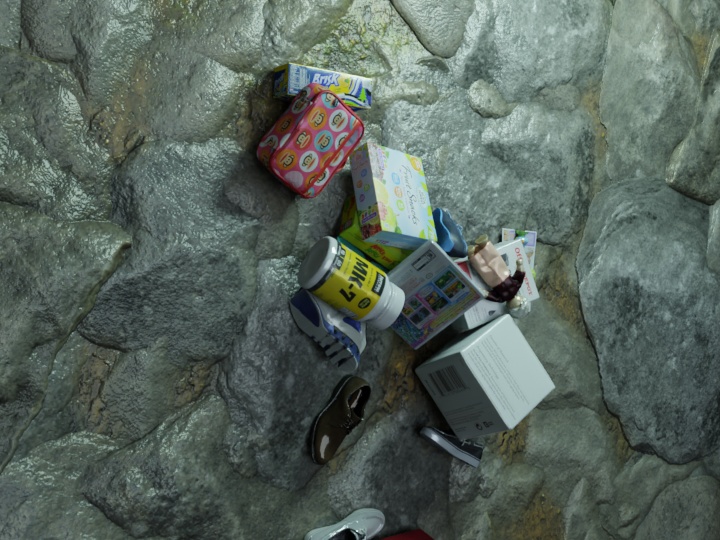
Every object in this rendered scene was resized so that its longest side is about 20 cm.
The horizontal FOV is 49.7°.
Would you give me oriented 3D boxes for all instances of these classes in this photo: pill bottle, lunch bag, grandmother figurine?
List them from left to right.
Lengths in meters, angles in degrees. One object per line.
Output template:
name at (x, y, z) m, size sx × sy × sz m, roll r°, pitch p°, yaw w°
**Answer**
lunch bag at (-0.091, -0.248, 1.543) m, size 0.201 × 0.082 × 0.176 m, roll -52°, pitch 135°, yaw 1°
pill bottle at (-0.016, 0.030, 1.547) m, size 0.199 × 0.114 × 0.115 m, roll 33°, pitch 74°, yaw -24°
grandmother figurine at (0.304, 0.019, 1.683) m, size 0.121 × 0.061 × 0.201 m, roll -33°, pitch 103°, yaw 10°

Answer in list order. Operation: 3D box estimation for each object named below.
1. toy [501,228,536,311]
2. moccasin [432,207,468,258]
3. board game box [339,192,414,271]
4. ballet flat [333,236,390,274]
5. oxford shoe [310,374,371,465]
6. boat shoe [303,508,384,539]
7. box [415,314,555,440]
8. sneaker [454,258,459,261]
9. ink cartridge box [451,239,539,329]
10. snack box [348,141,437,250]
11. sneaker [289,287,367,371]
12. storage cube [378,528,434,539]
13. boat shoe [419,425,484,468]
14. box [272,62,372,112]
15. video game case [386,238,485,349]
toy at (0.396, 0.001, 1.916) m, size 0.114 × 0.047 × 0.202 m, roll 3°, pitch 89°, yaw -31°
moccasin at (0.186, -0.071, 1.702) m, size 0.068 × 0.201 × 0.081 m, roll 28°, pitch 113°, yaw -17°
board game box at (0.048, -0.072, 1.662) m, size 0.199 × 0.047 × 0.102 m, roll 34°, pitch 45°, yaw -29°
ballet flat at (0.000, 0.000, 1.646) m, size 0.199 × 0.073 × 0.074 m, roll 31°, pitch 75°, yaw -35°
oxford shoe at (-0.041, 0.313, 1.616) m, size 0.072 × 0.084 × 0.201 m, roll 34°, pitch 75°, yaw -31°
boat shoe at (-0.023, 0.557, 1.641) m, size 0.198 × 0.068 × 0.073 m, roll -2°, pitch 92°, yaw -33°
box at (0.272, 0.238, 1.717) m, size 0.171 × 0.199 × 0.201 m, roll -34°, pitch 90°, yaw -33°
sneaker at (0.284, 0.045, 1.831) m, size 0.108 × 0.070 × 0.201 m, roll -44°, pitch 110°, yaw -22°
ink cartridge box at (0.285, 0.030, 1.747) m, size 0.199 × 0.084 × 0.146 m, roll -21°, pitch 95°, yaw -21°
snack box at (0.069, -0.153, 1.635) m, size 0.168 × 0.067 × 0.202 m, roll 10°, pitch 65°, yaw -42°
sneaker at (-0.053, 0.103, 1.614) m, size 0.200 × 0.080 × 0.115 m, roll 53°, pitch 40°, yaw -7°
storage cube at (0.103, 0.681, 1.647) m, size 0.198 × 0.179 × 0.173 m, roll -3°, pitch 103°, yaw -32°
boat shoe at (0.217, 0.389, 1.790) m, size 0.199 × 0.073 × 0.069 m, roll 34°, pitch 78°, yaw -29°
box at (-0.076, -0.370, 1.585) m, size 0.198 × 0.070 × 0.065 m, roll 3°, pitch 91°, yaw -33°
video game case at (0.132, 0.054, 1.647) m, size 0.200 × 0.024 × 0.182 m, roll -39°, pitch 114°, yaw 18°
